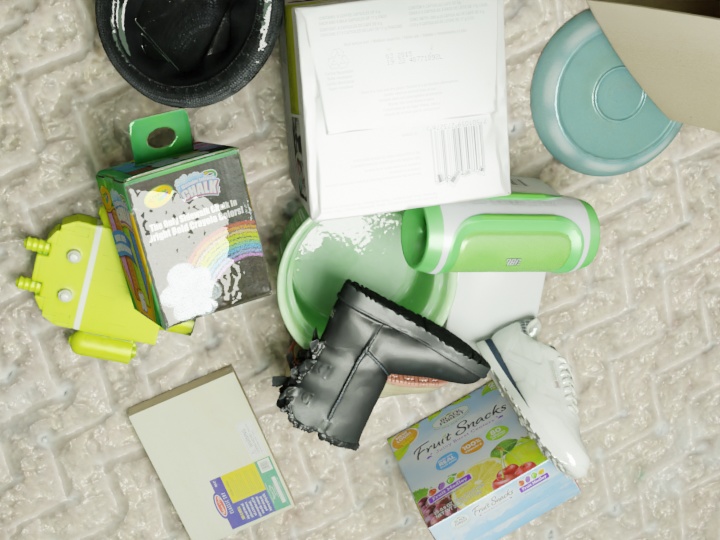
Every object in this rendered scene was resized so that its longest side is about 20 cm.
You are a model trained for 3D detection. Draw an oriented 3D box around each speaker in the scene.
[{"bbox_3d":[0.147,-0.038,1.113,0.199,0.088,0.089,-1,109,-21],"label":"speaker"}]

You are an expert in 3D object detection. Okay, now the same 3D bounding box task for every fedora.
[{"bbox_3d":[-0.160,-0.263,1.056,0.200,0.092,0.201,4,110,10],"label":"fedora"}]

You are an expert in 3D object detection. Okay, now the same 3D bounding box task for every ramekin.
[{"bbox_3d":[0.000,0.000,1.185,0.199,0.098,0.201,-3,109,-10],"label":"ramekin"}]

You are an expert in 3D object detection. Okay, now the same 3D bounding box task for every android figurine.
[{"bbox_3d":[-0.272,0.011,1.165,0.199,0.041,0.183,14,105,-17],"label":"android figurine"}]

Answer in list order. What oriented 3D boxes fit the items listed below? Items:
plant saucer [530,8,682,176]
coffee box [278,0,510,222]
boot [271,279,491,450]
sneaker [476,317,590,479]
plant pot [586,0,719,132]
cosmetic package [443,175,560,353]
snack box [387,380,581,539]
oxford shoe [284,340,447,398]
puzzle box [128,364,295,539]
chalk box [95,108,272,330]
[{"bbox_3d":[0.293,-0.202,1.215,0.199,0.027,0.201,-4,109,-11],"label":"plant saucer"},{"bbox_3d":[0.027,-0.178,1.075,0.199,0.198,0.201,-7,106,-8],"label":"coffee box"},{"bbox_3d":[0.018,0.118,1.137,0.198,0.073,0.163,28,99,-11],"label":"boot"},{"bbox_3d":[0.198,0.131,1.136,0.080,0.200,0.077,-27,140,-2],"label":"sneaker"},{"bbox_3d":[0.393,-0.255,1.118,0.200,0.200,0.177,-41,126,-15],"label":"plant pot"},{"bbox_3d":[0.150,-0.006,1.224,0.112,0.081,0.201,6,108,-13],"label":"cosmetic package"},{"bbox_3d":[0.136,0.225,1.233,0.168,0.200,0.068,-30,111,-1],"label":"snack box"},{"bbox_3d":[0.005,0.122,1.255,0.199,0.071,0.074,8,132,-14],"label":"oxford shoe"},{"bbox_3d":[-0.174,0.224,1.264,0.133,0.025,0.201,-22,111,-4],"label":"puzzle box"},{"bbox_3d":[-0.185,-0.061,1.082,0.124,0.124,0.201,-18,106,-23],"label":"chalk box"}]
